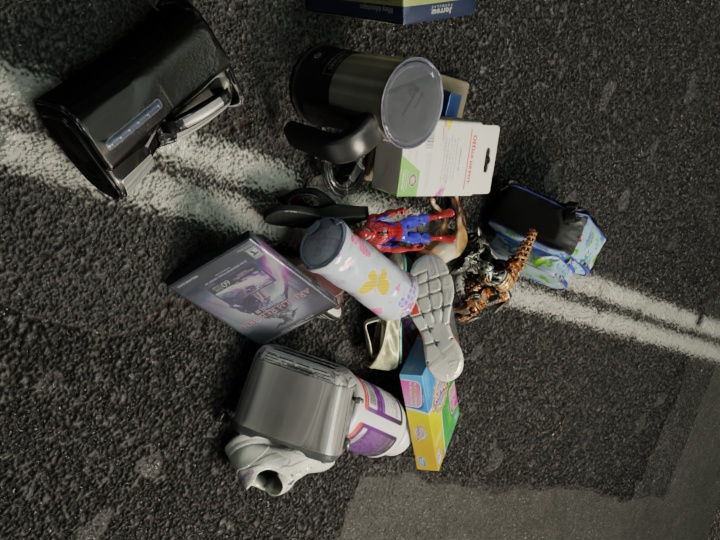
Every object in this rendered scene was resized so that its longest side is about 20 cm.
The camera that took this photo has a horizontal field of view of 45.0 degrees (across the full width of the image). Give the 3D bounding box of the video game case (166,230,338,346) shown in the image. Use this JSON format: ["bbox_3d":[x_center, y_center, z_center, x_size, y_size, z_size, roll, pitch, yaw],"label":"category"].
[{"bbox_3d":[-0.144,0.030,1.192,0.142,0.019,0.200,-28,138,21],"label":"video game case"}]

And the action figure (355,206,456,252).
[{"bbox_3d":[0.084,-0.063,1.308,0.199,0.099,0.066,-8,94,-39],"label":"action figure"}]

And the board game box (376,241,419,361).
[{"bbox_3d":[0.078,0.050,1.472,0.120,0.032,0.201,-49,132,-24],"label":"board game box"}]

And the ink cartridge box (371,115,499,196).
[{"bbox_3d":[0.118,-0.177,1.335,0.199,0.067,0.118,-4,108,-38],"label":"ink cartridge box"}]

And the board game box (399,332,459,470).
[{"bbox_3d":[0.120,0.213,1.478,0.153,0.040,0.201,-58,143,-52],"label":"board game box"}]

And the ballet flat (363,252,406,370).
[{"bbox_3d":[0.038,0.068,1.382,0.062,0.067,0.202,-2,106,-13],"label":"ballet flat"}]

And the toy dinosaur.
[{"bbox_3d":[0.222,0.000,1.503,0.135,0.102,0.200,38,92,-16],"label":"toy dinosaur"}]

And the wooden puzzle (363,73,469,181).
[{"bbox_3d":[0.099,-0.221,1.376,0.199,0.046,0.187,3,103,-45],"label":"wooden puzzle"}]

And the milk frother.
[{"bbox_3d":[0.015,-0.194,1.203,0.200,0.187,0.181,38,79,-45],"label":"milk frother"}]

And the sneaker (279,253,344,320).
[{"bbox_3d":[-0.083,-0.015,1.273,0.200,0.075,0.116,41,65,-49],"label":"sneaker"}]

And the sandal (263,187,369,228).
[{"bbox_3d":[-0.068,-0.091,1.259,0.200,0.075,0.048,-3,80,-52],"label":"sandal"}]

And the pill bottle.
[{"bbox_3d":[0.004,0.240,1.409,0.200,0.111,0.112,35,81,-50],"label":"pill bottle"}]

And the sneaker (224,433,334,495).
[{"bbox_3d":[-0.115,0.303,1.326,0.199,0.100,0.075,13,127,-41],"label":"sneaker"}]

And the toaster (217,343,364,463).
[{"bbox_3d":[-0.097,0.188,1.266,0.114,0.198,0.130,18,89,-80],"label":"toaster"}]

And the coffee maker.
[{"bbox_3d":[-0.263,-0.212,0.990,0.200,0.134,0.193,-45,108,-24],"label":"coffee maker"}]

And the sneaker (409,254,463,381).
[{"bbox_3d":[0.118,0.075,1.393,0.082,0.076,0.202,11,72,-83],"label":"sneaker"}]

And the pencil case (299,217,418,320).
[{"bbox_3d":[0.000,0.000,1.255,0.200,0.091,0.083,36,91,-42],"label":"pencil case"}]

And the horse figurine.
[{"bbox_3d":[0.128,-0.050,1.439,0.200,0.050,0.133,-41,121,-37],"label":"horse figurine"}]

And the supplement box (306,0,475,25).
[{"bbox_3d":[0.036,-0.435,1.123,0.134,0.199,0.201,-20,120,-36],"label":"supplement box"}]

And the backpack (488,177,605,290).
[{"bbox_3d":[0.337,-0.053,1.577,0.200,0.182,0.148,23,93,-55],"label":"backpack"}]
